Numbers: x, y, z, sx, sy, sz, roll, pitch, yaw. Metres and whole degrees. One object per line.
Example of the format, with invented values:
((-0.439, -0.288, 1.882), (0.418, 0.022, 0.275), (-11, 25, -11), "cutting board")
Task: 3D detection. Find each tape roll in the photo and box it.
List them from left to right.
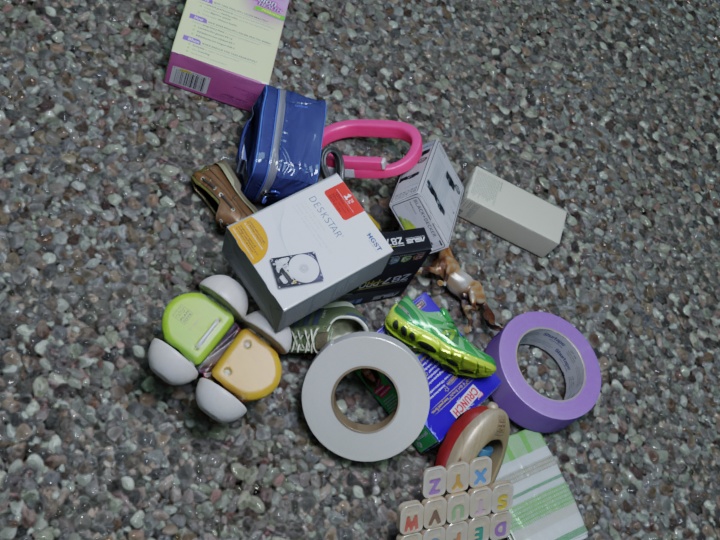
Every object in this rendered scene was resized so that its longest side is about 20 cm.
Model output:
((0.008, 0.195, 1.453), (0.201, 0.037, 0.205), (0, 100, 3), "tape roll")
((0.314, 0.174, 1.625), (0.198, 0.066, 0.202), (11, 58, -18), "tape roll")

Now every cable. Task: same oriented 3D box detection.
((-0.035, -0.110, 1.608), (0.097, 0.050, 0.201), (-35, 105, -19), "cable")

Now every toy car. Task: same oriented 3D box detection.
((-0.212, 0.119, 1.408), (0.199, 0.150, 0.176), (38, 73, -5), "toy car")

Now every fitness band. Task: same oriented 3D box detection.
((0.011, -0.219, 1.658), (0.198, 0.038, 0.144), (6, 43, 17), "fitness band")

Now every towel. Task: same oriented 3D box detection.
((0.277, 0.371, 1.555), (0.148, 0.031, 0.201), (-14, 70, -29), "towel")

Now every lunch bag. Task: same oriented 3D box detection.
((-0.142, -0.202, 1.591), (0.131, 0.136, 0.202), (12, 64, -15), "lunch bag")

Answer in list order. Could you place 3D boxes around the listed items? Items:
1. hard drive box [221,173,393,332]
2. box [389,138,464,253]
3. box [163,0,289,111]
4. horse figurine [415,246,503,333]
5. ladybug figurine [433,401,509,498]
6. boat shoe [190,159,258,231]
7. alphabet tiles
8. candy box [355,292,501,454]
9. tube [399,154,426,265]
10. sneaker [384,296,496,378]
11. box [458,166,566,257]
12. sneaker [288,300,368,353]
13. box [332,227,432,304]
((-0.079, -0.029, 1.386), (0.199, 0.077, 0.156), (-29, 73, -27), "hard drive box")
((0.119, -0.129, 1.635), (0.117, 0.060, 0.201), (58, 29, -25), "box")
((-0.237, -0.410, 1.675), (0.174, 0.097, 0.202), (16, 62, -13), "box")
((0.172, 0.028, 1.638), (0.200, 0.050, 0.133), (48, 29, -2), "horse figurine")
((0.168, 0.295, 1.478), (0.135, 0.072, 0.202), (13, 101, -51), "ladybug figurine")
((-0.211, -0.088, 1.556), (0.068, 0.072, 0.201), (-26, 68, -25), "boat shoe")
((0.145, 0.381, 1.429), (0.198, 0.015, 0.198), (-6, 110, -24), "alphabet tiles")
((0.105, 0.167, 1.550), (0.169, 0.077, 0.200), (-36, 82, -32), "candy box")
((0.094, -0.105, 1.689), (0.051, 0.058, 0.202), (6, 65, -10), "tube")
((0.137, 0.105, 1.505), (0.199, 0.074, 0.084), (31, 61, -5), "sneaker")
((0.279, -0.108, 1.752), (0.199, 0.068, 0.083), (27, 59, -8), "box")
((-0.077, 0.099, 1.493), (0.198, 0.090, 0.068), (-12, 116, -26), "sneaker")
((0.000, 0.000, 1.537), (0.198, 0.161, 0.049), (-9, 65, -25), "box")
